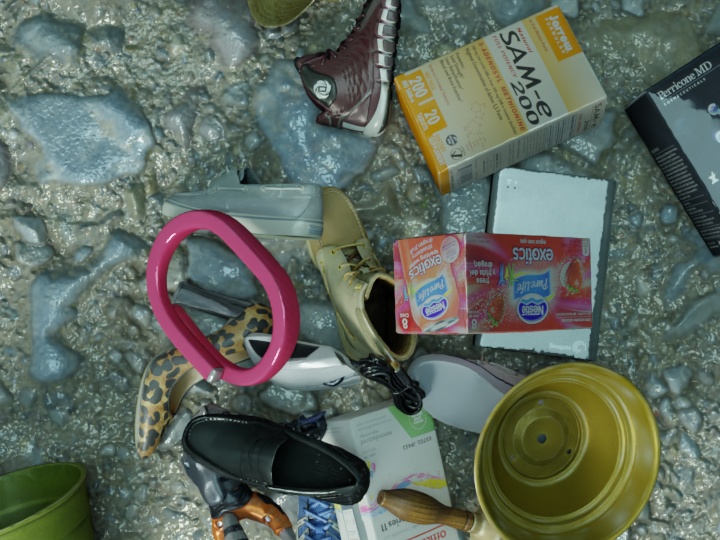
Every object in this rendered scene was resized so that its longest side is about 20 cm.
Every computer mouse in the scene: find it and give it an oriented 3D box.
[{"bbox_3d":[-0.037,0.107,1.108,0.197,0.110,0.045,7,68,27],"label":"computer mouse"}]

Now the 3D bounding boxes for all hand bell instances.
[{"bbox_3d":[0.104,0.257,1.113,0.198,0.104,0.106,22,88,-25],"label":"hand bell"}]

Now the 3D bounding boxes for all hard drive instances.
[{"bbox_3d":[0.204,-0.007,1.195,0.137,0.033,0.204,7,88,1],"label":"hard drive"}]

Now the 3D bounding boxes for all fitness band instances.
[{"bbox_3d":[-0.146,0.028,1.109,0.200,0.037,0.144,45,113,23],"label":"fitness band"}]

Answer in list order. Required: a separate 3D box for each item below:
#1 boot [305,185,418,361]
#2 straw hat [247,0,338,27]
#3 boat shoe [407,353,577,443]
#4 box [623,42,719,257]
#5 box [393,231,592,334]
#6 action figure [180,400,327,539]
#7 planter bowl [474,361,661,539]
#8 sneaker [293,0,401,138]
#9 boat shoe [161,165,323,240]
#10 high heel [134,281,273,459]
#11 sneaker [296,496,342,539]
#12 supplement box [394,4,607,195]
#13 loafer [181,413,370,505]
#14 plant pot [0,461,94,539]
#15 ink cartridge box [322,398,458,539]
[{"bbox_3d":[0.000,0.000,1.131,0.072,0.155,0.203,-14,90,-14],"label":"boot"},{"bbox_3d":[-0.038,-0.350,1.178,0.084,0.200,0.204,16,88,-39],"label":"straw hat"},{"bbox_3d":[0.140,0.127,1.169,0.199,0.086,0.076,18,112,-12],"label":"boat shoe"},{"bbox_3d":[0.408,-0.139,1.160,0.147,0.107,0.202,-32,87,0],"label":"box"},{"bbox_3d":[0.136,0.014,1.077,0.198,0.102,0.097,1,87,-43],"label":"box"},{"bbox_3d":[-0.117,0.222,1.119,0.199,0.104,0.196,-33,79,27],"label":"action figure"},{"bbox_3d":[0.199,0.184,1.097,0.197,0.083,0.204,-2,99,-12],"label":"planter bowl"},{"bbox_3d":[-0.016,-0.253,1.186,0.113,0.076,0.204,6,89,4],"label":"sneaker"},{"bbox_3d":[-0.125,-0.076,1.162,0.198,0.070,0.073,7,87,25],"label":"boat shoe"},{"bbox_3d":[-0.163,0.124,1.175,0.140,0.071,0.203,17,82,4],"label":"high heel"},{"bbox_3d":[-0.033,0.289,1.162,0.074,0.077,0.204,-10,86,13],"label":"sneaker"},{"bbox_3d":[0.151,-0.185,1.167,0.197,0.074,0.127,-25,72,0],"label":"supplement box"},{"bbox_3d":[-0.086,0.183,1.061,0.197,0.070,0.069,14,76,9],"label":"loafer"},{"bbox_3d":[-0.358,0.334,1.125,0.197,0.200,0.196,-15,100,0],"label":"plant pot"},{"bbox_3d":[0.035,0.247,1.144,0.116,0.067,0.204,-12,88,-39],"label":"ink cartridge box"}]
